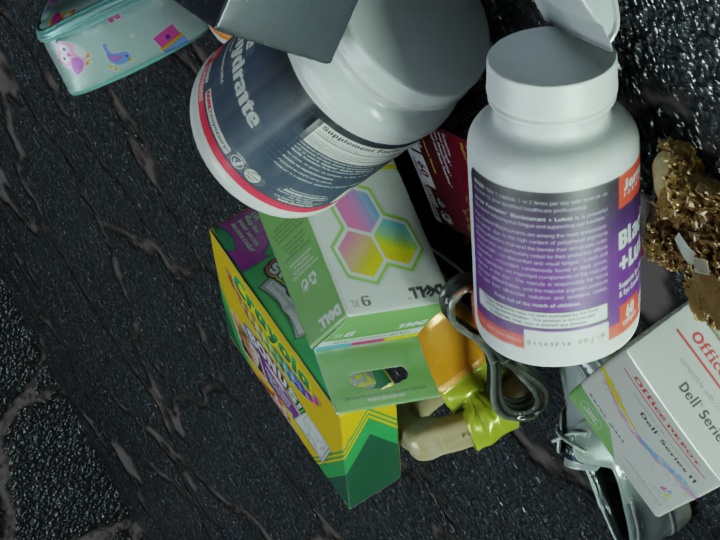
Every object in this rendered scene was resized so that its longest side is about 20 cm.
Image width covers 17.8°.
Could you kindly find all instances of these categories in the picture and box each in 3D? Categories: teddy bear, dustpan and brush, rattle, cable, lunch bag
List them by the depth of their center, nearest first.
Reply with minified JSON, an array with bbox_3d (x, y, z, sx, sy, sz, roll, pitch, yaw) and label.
[{"bbox_3d":[0.101,-0.238,1.381,0.201,0.057,0.140,55,177,-21],"label":"dustpan and brush"},{"bbox_3d":[0.242,0.001,1.428,0.200,0.066,0.146,47,153,47],"label":"teddy bear"},{"bbox_3d":[0.107,0.060,1.719,0.201,0.096,0.051,90,166,-47],"label":"cable"},{"bbox_3d":[-0.174,-0.232,1.884,0.077,0.160,0.200,58,-160,-22],"label":"lunch bag"},{"bbox_3d":[0.065,0.059,1.888,0.143,0.130,0.200,49,-158,-17],"label":"rattle"}]

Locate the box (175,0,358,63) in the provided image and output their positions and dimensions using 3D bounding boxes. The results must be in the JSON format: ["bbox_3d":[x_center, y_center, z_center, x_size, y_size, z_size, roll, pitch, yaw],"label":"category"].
[{"bbox_3d":[-0.065,-0.267,1.492,0.104,0.201,0.182,12,-162,-43],"label":"box"}]

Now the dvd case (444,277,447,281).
[{"bbox_3d":[0.039,-0.047,1.955,0.200,0.016,0.149,20,140,62],"label":"dvd case"}]

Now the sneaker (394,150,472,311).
[{"bbox_3d":[0.078,-0.013,1.810,0.200,0.070,0.090,44,158,24],"label":"sneaker"}]

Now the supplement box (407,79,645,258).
[{"bbox_3d":[0.110,-0.066,1.647,0.200,0.061,0.109,29,148,55],"label":"supplement box"}]

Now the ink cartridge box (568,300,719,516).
[{"bbox_3d":[0.227,0.095,1.615,0.117,0.067,0.200,54,163,7],"label":"ink cartridge box"}]

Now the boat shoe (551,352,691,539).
[{"bbox_3d":[0.190,0.133,1.780,0.202,0.071,0.070,63,162,-20],"label":"boat shoe"}]

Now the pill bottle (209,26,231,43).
[{"bbox_3d":[-0.084,-0.268,1.717,0.110,0.109,0.201,42,159,37],"label":"pill bottle"}]

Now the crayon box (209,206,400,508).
[{"bbox_3d":[-0.044,0.070,1.863,0.200,0.058,0.173,53,165,27],"label":"crayon box"}]

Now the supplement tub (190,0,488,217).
[{"bbox_3d":[-0.017,-0.135,1.610,0.141,0.140,0.200,55,138,0],"label":"supplement tub"}]

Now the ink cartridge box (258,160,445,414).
[{"bbox_3d":[0.000,0.000,1.732,0.059,0.103,0.201,-41,64,46],"label":"ink cartridge box"}]

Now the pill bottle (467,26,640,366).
[{"bbox_3d":[0.125,-0.049,1.476,0.111,0.111,0.201,37,141,46],"label":"pill bottle"}]
